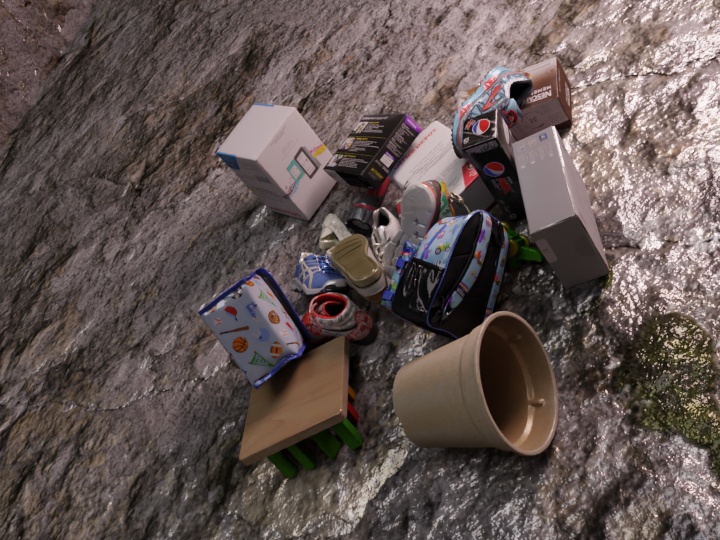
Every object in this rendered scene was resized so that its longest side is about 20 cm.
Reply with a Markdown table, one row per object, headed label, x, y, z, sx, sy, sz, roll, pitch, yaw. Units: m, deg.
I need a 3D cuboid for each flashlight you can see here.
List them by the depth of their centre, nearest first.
| label | x | y | z | sx | sy | sz | roll | pitch | yaw |
| --- | --- | --- | --- | --- | --- | --- | --- | --- | --- |
| flashlight | 0.032 | -0.167 | 1.648 | 0.068 | 0.068 | 0.201 | -12 | 51 | 54 |

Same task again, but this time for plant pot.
| label | x | y | z | sx | sy | sz | roll | pitch | yaw |
| --- | --- | --- | --- | --- | --- | --- | --- | --- | --- |
| plant pot | 0.155 | 0.178 | 1.200 | 0.183 | 0.200 | 0.201 | -20 | 45 | 40 |

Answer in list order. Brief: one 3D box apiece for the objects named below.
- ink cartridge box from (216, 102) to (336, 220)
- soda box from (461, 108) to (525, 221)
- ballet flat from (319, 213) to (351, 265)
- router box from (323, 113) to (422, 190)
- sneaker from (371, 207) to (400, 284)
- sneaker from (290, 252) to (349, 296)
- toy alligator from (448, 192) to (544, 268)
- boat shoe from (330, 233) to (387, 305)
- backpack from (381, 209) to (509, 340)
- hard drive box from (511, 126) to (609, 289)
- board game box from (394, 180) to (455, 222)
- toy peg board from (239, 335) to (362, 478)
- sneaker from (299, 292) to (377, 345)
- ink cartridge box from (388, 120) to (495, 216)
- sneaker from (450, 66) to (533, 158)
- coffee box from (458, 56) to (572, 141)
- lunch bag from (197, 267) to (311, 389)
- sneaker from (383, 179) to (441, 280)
| label | x | y | z | sx | sy | sz | roll | pitch | yaw |
| --- | --- | --- | --- | --- | --- | --- | --- | --- | --- |
| ink cartridge box | -0.168 | -0.230 | 1.761 | 0.146 | 0.200 | 0.146 | 17 | 67 | 45 |
| soda box | 0.240 | -0.174 | 1.394 | 0.063 | 0.200 | 0.071 | -14 | 49 | 28 |
| ballet flat | -0.042 | -0.049 | 1.601 | 0.072 | 0.072 | 0.200 | -42 | 41 | 1 |
| router box | 0.020 | -0.237 | 1.631 | 0.149 | 0.051 | 0.200 | -53 | 25 | -6 |
| sneaker | 0.049 | -0.029 | 1.511 | 0.074 | 0.087 | 0.201 | -24 | 46 | 16 |
| sneaker | -0.080 | 0.009 | 1.539 | 0.200 | 0.075 | 0.078 | 11 | 96 | 62 |
| toy alligator | 0.218 | -0.058 | 1.398 | 0.200 | 0.059 | 0.054 | 37 | 119 | 22 |
| boat shoe | 0.000 | 0.000 | 1.457 | 0.074 | 0.069 | 0.200 | -27 | 26 | 2 |
| backpack | 0.146 | 0.001 | 1.313 | 0.134 | 0.182 | 0.201 | 17 | 85 | 41 |
| hard drive box | 0.315 | -0.100 | 1.309 | 0.076 | 0.156 | 0.201 | -22 | 45 | 22 |
| board game box | 0.131 | -0.044 | 1.432 | 0.095 | 0.030 | 0.201 | -22 | 80 | 25 |
| toy peg board | -0.087 | 0.243 | 1.408 | 0.199 | 0.098 | 0.200 | -27 | 28 | 17 |
| sneaker | -0.073 | 0.083 | 1.498 | 0.201 | 0.108 | 0.068 | 1 | 57 | 39 |
| ink cartridge box | 0.159 | -0.173 | 1.545 | 0.144 | 0.084 | 0.200 | -44 | 43 | 0 |
| sneaker | 0.234 | -0.278 | 1.458 | 0.095 | 0.079 | 0.201 | 21 | 71 | 39 |
| coffee box | 0.288 | -0.305 | 1.555 | 0.199 | 0.080 | 0.115 | -15 | 49 | 29 |
| lunch bag | -0.176 | 0.092 | 1.460 | 0.124 | 0.170 | 0.200 | -34 | 2 | 4 |
| sneaker | 0.101 | -0.062 | 1.398 | 0.077 | 0.201 | 0.082 | 31 | 35 | 20 |
